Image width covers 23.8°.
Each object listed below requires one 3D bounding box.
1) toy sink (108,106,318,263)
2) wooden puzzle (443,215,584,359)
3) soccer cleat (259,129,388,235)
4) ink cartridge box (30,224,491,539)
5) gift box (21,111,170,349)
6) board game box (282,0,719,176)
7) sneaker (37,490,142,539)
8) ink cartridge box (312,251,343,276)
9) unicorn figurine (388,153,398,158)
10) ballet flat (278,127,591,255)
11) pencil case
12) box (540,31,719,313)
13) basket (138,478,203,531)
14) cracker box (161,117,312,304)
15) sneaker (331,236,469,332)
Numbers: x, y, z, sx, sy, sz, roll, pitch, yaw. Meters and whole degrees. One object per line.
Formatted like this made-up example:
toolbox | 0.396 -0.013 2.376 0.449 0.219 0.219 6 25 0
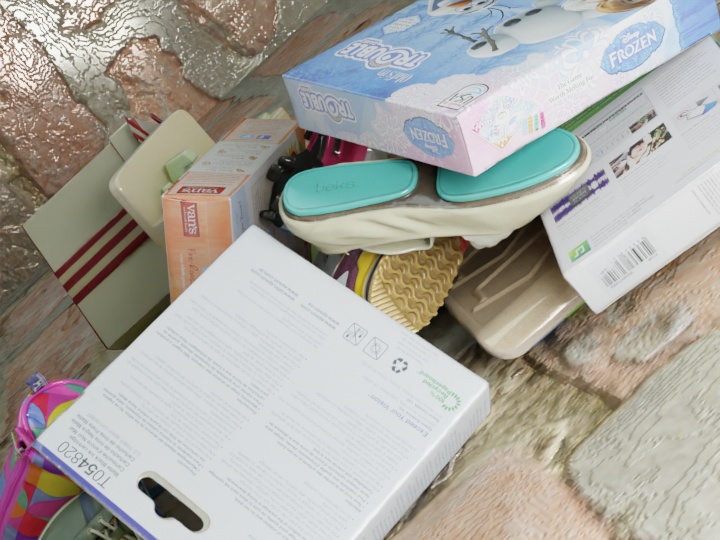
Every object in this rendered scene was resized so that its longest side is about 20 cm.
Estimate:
toy sink | -0.101 -0.059 1.526 0.112 0.200 0.131 -29 17 42
wooden puzzle | 0.135 -0.024 1.100 0.185 0.046 0.200 -42 18 1
soccer cleat | -0.004 -0.067 1.199 0.200 0.086 0.071 154 127 -68
ink cartridge box | -0.058 0.093 1.007 0.200 0.199 0.041 -44 -30 -21
gift box | -0.206 -0.050 1.695 0.186 0.201 0.184 -39 -9 12
board game box | 0.083 -0.136 1.062 0.198 0.044 0.200 -32 27 -23
sneaker | -0.169 0.175 1.266 0.200 0.067 0.090 -47 8 -32
ink cartridge box | 0.000 0.000 1.269 0.200 0.043 0.175 -109 44 -76
unicorn figurine | 0.029 -0.105 1.290 0.200 0.073 0.138 -52 23 43
ballet flat | 0.048 -0.041 1.027 0.198 0.070 0.070 -5 29 23
pencil case | -0.249 0.165 1.361 0.089 0.088 0.201 -53 -8 -40
box | 0.169 -0.069 1.007 0.144 0.036 0.200 -37 23 14
basket | -0.075 0.102 1.103 0.176 0.140 0.199 -46 32 -20
cracker box | -0.091 -0.025 1.314 0.057 0.135 0.200 3 21 13
sneaker | 0.045 -0.046 1.131 0.200 0.075 0.090 -50 29 -22
